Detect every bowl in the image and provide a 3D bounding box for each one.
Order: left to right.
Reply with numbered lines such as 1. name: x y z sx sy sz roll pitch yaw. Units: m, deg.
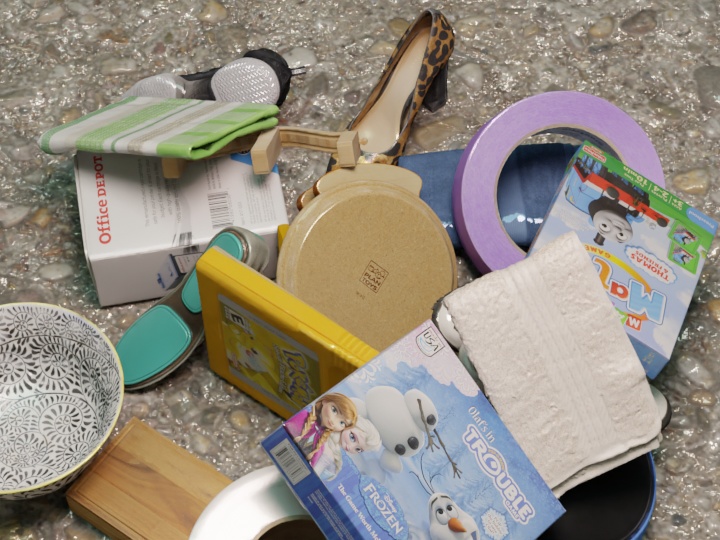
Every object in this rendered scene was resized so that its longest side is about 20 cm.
1. bowl: -0.309 0.137 1.618 0.199 0.095 0.202 -1 55 2
2. bowl: 0.172 0.175 1.567 0.199 0.039 0.202 11 55 -15

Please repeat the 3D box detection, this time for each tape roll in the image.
1. tape roll: -0.055 0.277 1.456 0.201 0.139 0.204 5 62 -9
2. tape roll: 0.190 -0.069 1.702 0.198 0.066 0.202 0 87 -6

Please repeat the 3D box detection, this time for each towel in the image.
1. towel: -0.197 -0.134 1.725 0.199 0.031 0.149 7 25 35
2. towel: 0.139 -0.071 1.777 0.198 0.049 0.112 -3 59 -2
3. towel: 0.166 0.084 1.496 0.132 0.034 0.201 -26 97 1

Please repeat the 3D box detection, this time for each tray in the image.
1. tray: -0.158 0.222 1.588 0.199 0.037 0.099 29 60 22

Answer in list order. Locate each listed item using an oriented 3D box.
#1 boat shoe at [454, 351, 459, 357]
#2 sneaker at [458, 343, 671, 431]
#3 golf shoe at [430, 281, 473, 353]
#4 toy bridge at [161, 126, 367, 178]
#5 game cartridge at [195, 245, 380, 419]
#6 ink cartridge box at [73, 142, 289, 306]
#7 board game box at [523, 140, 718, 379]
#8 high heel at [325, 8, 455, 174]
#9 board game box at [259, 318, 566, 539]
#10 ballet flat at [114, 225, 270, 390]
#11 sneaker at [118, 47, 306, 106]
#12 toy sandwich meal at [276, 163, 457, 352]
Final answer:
1. boat shoe: 0.080 0.148 1.615 0.071 0.062 0.201 -10 55 -5
2. sneaker: 0.188 0.095 1.553 0.199 0.080 0.074 20 50 -11
3. golf shoe: 0.164 0.038 1.612 0.198 0.094 0.079 -2 81 -8
4. toy bridge: -0.090 -0.118 1.713 0.198 0.027 0.067 -3 25 12
5. game cartridge: -0.060 0.085 1.595 0.199 0.177 0.032 33 60 23
6. ink cartridge box: -0.176 -0.059 1.757 0.198 0.086 0.147 -10 54 -4
7. board game box: 0.232 -0.013 1.591 0.151 0.037 0.200 32 45 -1
8. high heel: 0.023 -0.174 1.796 0.071 0.143 0.200 32 62 23
9. board game box: 0.047 0.168 1.430 0.199 0.043 0.201 -33 86 -45
10. ballet flat: -0.158 0.042 1.684 0.200 0.064 0.067 -48 65 14
11. sneaker: -0.152 -0.182 1.854 0.199 0.076 0.114 -9 11 29
12. toy sandwich meal: 0.000 0.000 1.694 0.203 0.070 0.207 0 90 -20
